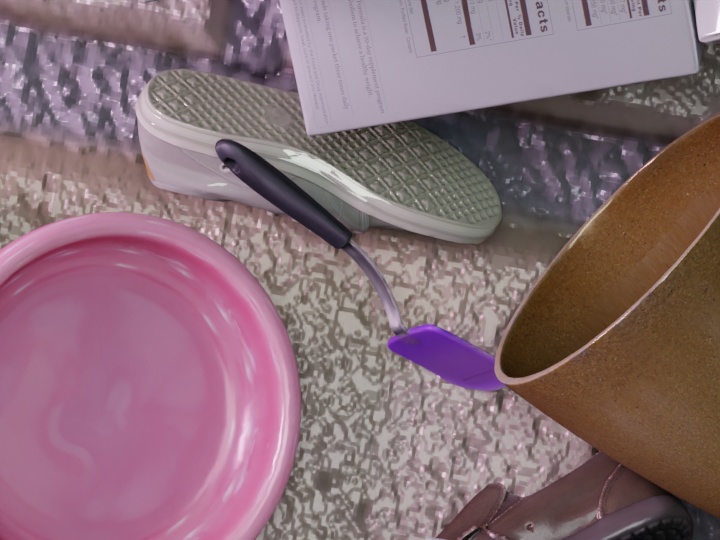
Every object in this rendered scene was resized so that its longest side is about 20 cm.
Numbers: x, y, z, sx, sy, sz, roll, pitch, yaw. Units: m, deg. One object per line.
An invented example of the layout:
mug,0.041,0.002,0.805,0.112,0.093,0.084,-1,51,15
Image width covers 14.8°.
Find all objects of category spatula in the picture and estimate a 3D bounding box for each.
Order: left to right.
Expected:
spatula,0.000,0.000,1.425,0.200,0.056,0.021,44,61,-12

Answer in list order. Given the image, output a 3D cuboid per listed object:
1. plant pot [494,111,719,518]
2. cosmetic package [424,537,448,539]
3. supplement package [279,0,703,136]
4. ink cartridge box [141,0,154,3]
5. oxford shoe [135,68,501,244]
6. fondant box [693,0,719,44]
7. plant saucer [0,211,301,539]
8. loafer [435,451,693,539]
plant pot,0.203,0.051,1.395,0.200,0.186,0.186,42,86,-11
cosmetic package,0.102,0.250,1.330,0.199,0.167,0.168,11,55,-8
supplement package,0.067,-0.147,1.399,0.199,0.114,0.110,-8,107,13
ink cartridge box,-0.027,-0.206,1.324,0.199,0.146,0.083,-16,112,-4
oxford shoe,-0.024,-0.051,1.456,0.199,0.075,0.058,15,129,-6
fondant box,0.236,-0.185,1.402,0.058,0.200,0.145,-12,83,38
plant saucer,-0.130,0.071,1.415,0.200,0.051,0.201,0,91,-25
loafer,0.071,0.152,1.436,0.199,0.073,0.071,-22,51,-1
